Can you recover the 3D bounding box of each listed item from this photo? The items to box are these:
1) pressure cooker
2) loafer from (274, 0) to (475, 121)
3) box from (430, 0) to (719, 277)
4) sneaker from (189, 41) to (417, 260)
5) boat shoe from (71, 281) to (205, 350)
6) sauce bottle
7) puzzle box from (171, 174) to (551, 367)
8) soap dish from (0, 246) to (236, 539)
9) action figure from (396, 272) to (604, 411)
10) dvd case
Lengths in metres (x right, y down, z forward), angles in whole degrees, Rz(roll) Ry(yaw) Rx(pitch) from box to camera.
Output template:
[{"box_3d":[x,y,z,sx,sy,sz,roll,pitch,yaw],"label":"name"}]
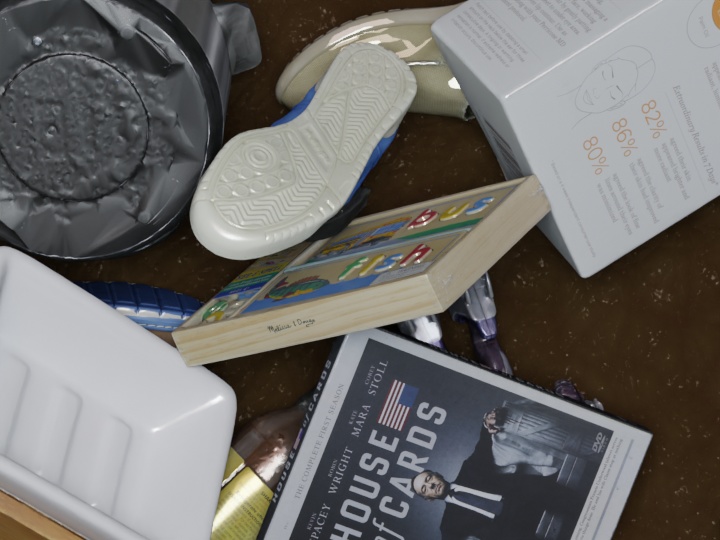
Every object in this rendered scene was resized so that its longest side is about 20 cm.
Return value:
[{"box_3d":[-0.161,-0.113,1.520,0.176,0.200,0.179,28,107,-11],"label":"pressure cooker"},{"box_3d":[0.046,-0.125,1.571,0.200,0.076,0.068,-17,75,-2],"label":"loafer"},{"box_3d":[0.170,-0.122,1.516,0.200,0.152,0.106,-32,38,-5],"label":"box"},{"box_3d":[-0.044,-0.045,1.481,0.077,0.111,0.200,35,46,4],"label":"sneaker"},{"box_3d":[-0.187,0.046,1.557,0.200,0.072,0.073,3,101,-4],"label":"boat shoe"},{"box_3d":[-0.066,0.133,1.537,0.200,0.065,0.065,-42,82,-5],"label":"sauce bottle"},{"box_3d":[0.000,0.000,1.477,0.200,0.133,0.025,-13,108,39],"label":"puzzle box"},{"box_3d":[-0.172,0.096,1.462,0.200,0.081,0.158,35,45,-27],"label":"soap dish"},{"box_3d":[0.074,0.083,1.540,0.130,0.069,0.200,-22,87,-14],"label":"action figure"},{"box_3d":[0.056,0.130,1.497,0.200,0.025,0.151,21,93,-14],"label":"dvd case"}]
